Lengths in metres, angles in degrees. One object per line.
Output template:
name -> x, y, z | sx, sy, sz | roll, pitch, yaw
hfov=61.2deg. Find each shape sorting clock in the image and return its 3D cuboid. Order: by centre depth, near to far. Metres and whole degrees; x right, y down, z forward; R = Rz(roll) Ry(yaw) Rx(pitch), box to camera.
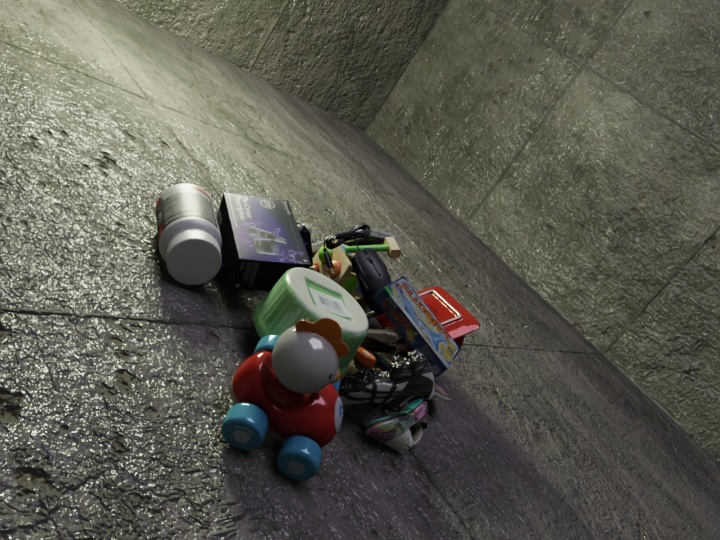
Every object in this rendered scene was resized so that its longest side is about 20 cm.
shape sorting clock -> 0.105, 0.212, 1.281 | 0.199, 0.039, 0.200 | 40, 0, 0

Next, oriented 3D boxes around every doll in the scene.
doll -> -0.123, -0.036, 1.335 | 0.048, 0.138, 0.201 | -9, 40, -3

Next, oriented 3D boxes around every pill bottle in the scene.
pill bottle -> -0.320, -0.069, 1.134 | 0.113, 0.114, 0.201 | 24, 22, -33

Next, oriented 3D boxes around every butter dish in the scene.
butter dish -> 0.151, 0.154, 1.421 | 0.197, 0.150, 0.200 | -17, 34, -20

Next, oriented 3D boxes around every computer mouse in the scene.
computer mouse -> 0.000, 0.000, 1.301 | 0.139, 0.046, 0.203 | -16, 86, -33

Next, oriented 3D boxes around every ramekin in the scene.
ramekin -> -0.080, 0.086, 1.066 | 0.199, 0.098, 0.200 | 33, 19, -13

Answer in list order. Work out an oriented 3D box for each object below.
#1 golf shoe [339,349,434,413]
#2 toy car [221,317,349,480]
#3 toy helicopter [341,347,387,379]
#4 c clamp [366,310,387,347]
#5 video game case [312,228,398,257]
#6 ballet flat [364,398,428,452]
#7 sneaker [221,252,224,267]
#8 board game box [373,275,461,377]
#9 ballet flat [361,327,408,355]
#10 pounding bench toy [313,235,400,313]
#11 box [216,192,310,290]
golf shoe -> 0.034, 0.212, 1.046 | 0.078, 0.198, 0.096 | -66, 135, -75
toy car -> -0.074, 0.150, 0.864 | 0.176, 0.200, 0.185 | 33, 32, -10
toy helicopter -> 0.041, 0.213, 1.181 | 0.132, 0.079, 0.200 | 34, 5, 14
c clamp -> 0.035, 0.106, 1.318 | 0.198, 0.027, 0.171 | -11, 32, -33
video game case -> -0.027, -0.063, 1.534 | 0.181, 0.198, 0.024 | 7, 70, -65
ballet flat -> 0.078, 0.285, 1.099 | 0.199, 0.069, 0.072 | -1, 66, -61
sneaker -> -0.229, -0.029, 1.273 | 0.099, 0.070, 0.200 | 42, 20, 6
board game box -> 0.119, 0.110, 1.246 | 0.201, 0.034, 0.135 | 52, 22, 5
ballet flat -> -0.001, 0.142, 1.200 | 0.197, 0.068, 0.047 | 4, 48, -11
pounding bench toy -> -0.019, -0.012, 1.404 | 0.155, 0.201, 0.125 | 21, 24, -39
box -> -0.190, -0.055, 1.167 | 0.139, 0.079, 0.201 | 6, 39, -29
